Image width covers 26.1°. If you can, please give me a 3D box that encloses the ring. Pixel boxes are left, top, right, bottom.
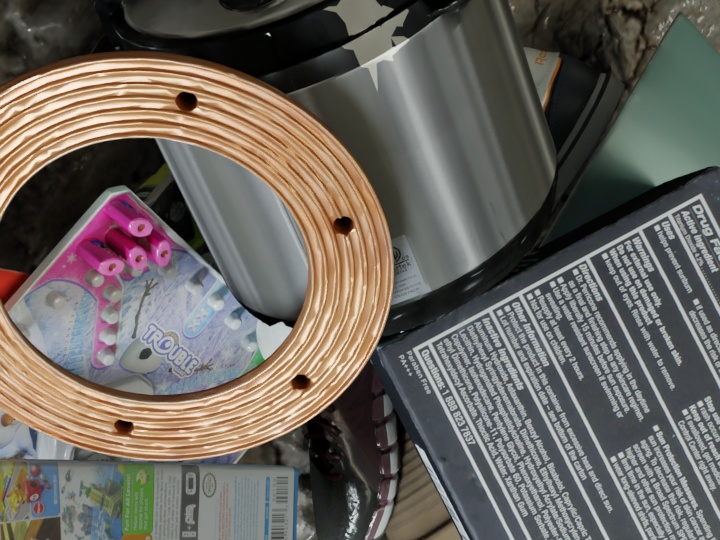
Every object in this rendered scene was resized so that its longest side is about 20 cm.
[{"bbox_3d":[-0.085,-0.002,0.639,0.198,0.019,0.202,-1,126,-1],"label":"ring"}]

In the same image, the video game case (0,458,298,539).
[{"bbox_3d":[-0.109,0.162,0.724,0.199,0.018,0.145,8,80,-44],"label":"video game case"}]

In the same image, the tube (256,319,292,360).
[{"bbox_3d":[0.000,0.000,0.838,0.051,0.077,0.200,-65,174,25],"label":"tube"}]

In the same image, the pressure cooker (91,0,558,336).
[{"bbox_3d":[-0.012,-0.093,0.692,0.175,0.178,0.201,-38,125,-20],"label":"pressure cooker"}]

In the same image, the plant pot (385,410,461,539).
[{"bbox_3d":[0.079,0.103,0.978,0.200,0.201,0.093,-38,89,-25],"label":"plant pot"}]

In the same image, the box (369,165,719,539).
[{"bbox_3d":[0.134,0.082,0.820,0.197,0.123,0.201,-27,90,-3],"label":"box"}]

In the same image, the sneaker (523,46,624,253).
[{"bbox_3d":[0.083,-0.047,0.968,0.201,0.079,0.078,-62,180,18],"label":"sneaker"}]

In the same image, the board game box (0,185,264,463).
[{"bbox_3d":[-0.124,0.086,0.755,0.200,0.026,0.200,-50,142,-5],"label":"board game box"}]

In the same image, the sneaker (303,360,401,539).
[{"bbox_3d":[-0.036,0.074,0.917,0.115,0.075,0.202,0,97,-37],"label":"sneaker"}]

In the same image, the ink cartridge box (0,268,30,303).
[{"bbox_3d":[-0.241,0.074,0.653,0.200,0.047,0.160,-44,157,16],"label":"ink cartridge box"}]

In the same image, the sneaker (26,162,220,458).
[{"bbox_3d":[-0.126,0.006,0.791,0.201,0.076,0.075,-53,136,-9],"label":"sneaker"}]

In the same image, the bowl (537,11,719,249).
[{"bbox_3d":[0.190,-0.047,0.968,0.202,0.105,0.201,-57,174,-9],"label":"bowl"}]
